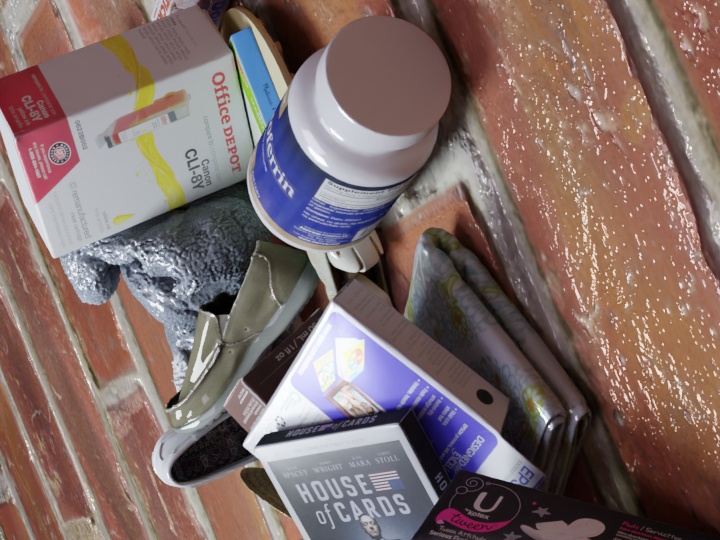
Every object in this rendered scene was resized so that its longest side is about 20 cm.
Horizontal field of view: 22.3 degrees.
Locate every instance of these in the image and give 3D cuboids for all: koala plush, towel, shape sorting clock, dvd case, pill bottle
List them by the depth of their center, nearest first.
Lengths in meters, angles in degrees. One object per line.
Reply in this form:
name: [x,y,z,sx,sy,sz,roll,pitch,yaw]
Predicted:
pill bottle: [-0.008,-0.100,1.356,0.116,0.115,0.200,63,155,13]
dvd case: [0.022,0.199,1.366,0.150,0.025,0.201,-14,112,40]
towel: [0.094,0.090,1.382,0.200,0.048,0.172,53,149,32]
shape sorting clock: [-0.074,-0.129,1.565,0.200,0.039,0.201,159,90,-79]
koala plush: [-0.138,0.030,1.655,0.183,0.177,0.201,6,121,47]

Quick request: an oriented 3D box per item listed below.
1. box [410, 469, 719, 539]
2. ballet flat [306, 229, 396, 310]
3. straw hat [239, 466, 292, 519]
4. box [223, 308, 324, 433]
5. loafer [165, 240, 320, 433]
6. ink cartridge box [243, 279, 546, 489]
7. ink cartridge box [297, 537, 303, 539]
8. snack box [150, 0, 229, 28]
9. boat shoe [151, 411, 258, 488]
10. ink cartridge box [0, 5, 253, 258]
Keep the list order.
box: [0.137,0.237,1.227,0.199,0.115,0.133,13,127,26]
ballet flat: [0.000,0.000,1.497,0.062,0.067,0.201,24,141,45]
straw hat: [0.001,0.183,1.595,0.201,0.200,0.085,33,99,53]
box: [-0.006,0.141,1.498,0.200,0.100,0.075,45,151,5]
loafer: [-0.111,0.052,1.557,0.069,0.200,0.075,35,-164,-8]
ink cartridge box: [0.027,0.132,1.361,0.200,0.043,0.198,40,135,7]
ink cartridge box: [-0.054,0.333,1.701,0.086,0.199,0.148,41,144,46]
snack box: [-0.149,-0.249,1.645,0.072,0.024,0.200,64,156,14]
boat shoe: [-0.089,0.132,1.604,0.068,0.199,0.072,-152,42,-73]
ink cartridge box: [-0.199,-0.120,1.564,0.084,0.199,0.146,54,162,42]
